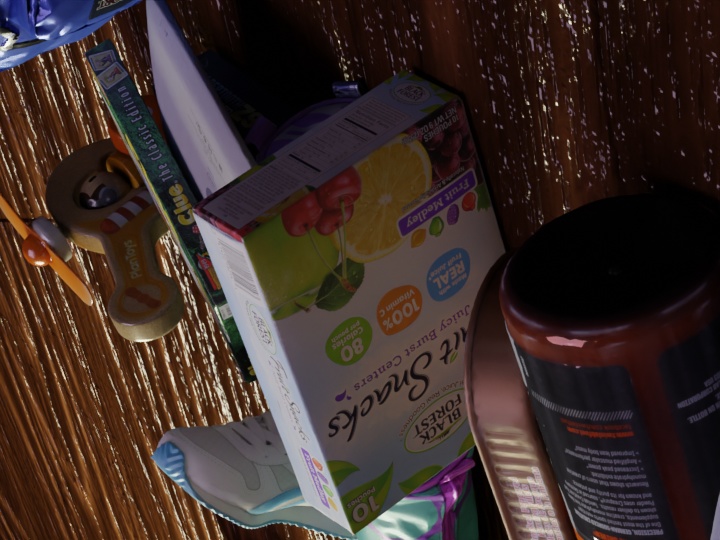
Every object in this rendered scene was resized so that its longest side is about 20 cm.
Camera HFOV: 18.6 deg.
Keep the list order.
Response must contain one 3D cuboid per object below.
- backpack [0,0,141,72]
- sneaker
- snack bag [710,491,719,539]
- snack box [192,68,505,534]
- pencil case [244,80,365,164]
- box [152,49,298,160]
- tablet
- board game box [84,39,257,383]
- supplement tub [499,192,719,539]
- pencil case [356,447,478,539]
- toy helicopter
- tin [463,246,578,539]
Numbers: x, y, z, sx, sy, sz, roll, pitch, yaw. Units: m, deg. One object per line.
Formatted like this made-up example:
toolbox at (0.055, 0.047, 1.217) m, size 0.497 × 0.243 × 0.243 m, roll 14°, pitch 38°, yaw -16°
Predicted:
backpack at (-0.181, -0.199, 1.170) m, size 0.168 × 0.162 × 0.200 m, roll 48°, pitch 145°, yaw 24°
sneaker at (-0.051, 0.115, 1.379) m, size 0.076 × 0.081 × 0.200 m, roll 38°, pitch -165°, yaw 35°
snack bag at (0.208, 0.065, 0.841) m, size 0.189 × 0.021 × 0.200 m, roll 31°, pitch 123°, yaw 52°
snack box at (0.010, 0.018, 1.138) m, size 0.053 × 0.142 × 0.200 m, roll 31°, pitch 148°, yaw 48°
pencil case at (0.000, 0.000, 1.216) m, size 0.085 × 0.084 × 0.200 m, roll -1°, pitch 126°, yaw 26°
box at (-0.047, -0.018, 1.349) m, size 0.158 × 0.051 × 0.200 m, roll 39°, pitch 153°, yaw 43°
tablet at (-0.077, -0.049, 1.226) m, size 0.130 × 0.014 × 0.200 m, roll 88°, pitch 158°, yaw -51°
board game box at (-0.109, -0.036, 1.317) m, size 0.200 × 0.023 × 0.105 m, roll 61°, pitch 171°, yaw 29°
supplement tub at (0.135, 0.072, 0.985) m, size 0.107 × 0.107 × 0.200 m, roll 30°, pitch 147°, yaw 51°
pencil case at (0.040, 0.163, 1.376) m, size 0.092 × 0.085 × 0.200 m, roll 40°, pitch 154°, yaw 37°
toy helicopter at (-0.162, -0.021, 1.427) m, size 0.200 × 0.132 × 0.079 m, roll -112°, pitch 5°, yaw -50°
tin at (0.103, 0.081, 1.067) m, size 0.042 × 0.112 × 0.200 m, roll 5°, pitch 131°, yaw 35°
